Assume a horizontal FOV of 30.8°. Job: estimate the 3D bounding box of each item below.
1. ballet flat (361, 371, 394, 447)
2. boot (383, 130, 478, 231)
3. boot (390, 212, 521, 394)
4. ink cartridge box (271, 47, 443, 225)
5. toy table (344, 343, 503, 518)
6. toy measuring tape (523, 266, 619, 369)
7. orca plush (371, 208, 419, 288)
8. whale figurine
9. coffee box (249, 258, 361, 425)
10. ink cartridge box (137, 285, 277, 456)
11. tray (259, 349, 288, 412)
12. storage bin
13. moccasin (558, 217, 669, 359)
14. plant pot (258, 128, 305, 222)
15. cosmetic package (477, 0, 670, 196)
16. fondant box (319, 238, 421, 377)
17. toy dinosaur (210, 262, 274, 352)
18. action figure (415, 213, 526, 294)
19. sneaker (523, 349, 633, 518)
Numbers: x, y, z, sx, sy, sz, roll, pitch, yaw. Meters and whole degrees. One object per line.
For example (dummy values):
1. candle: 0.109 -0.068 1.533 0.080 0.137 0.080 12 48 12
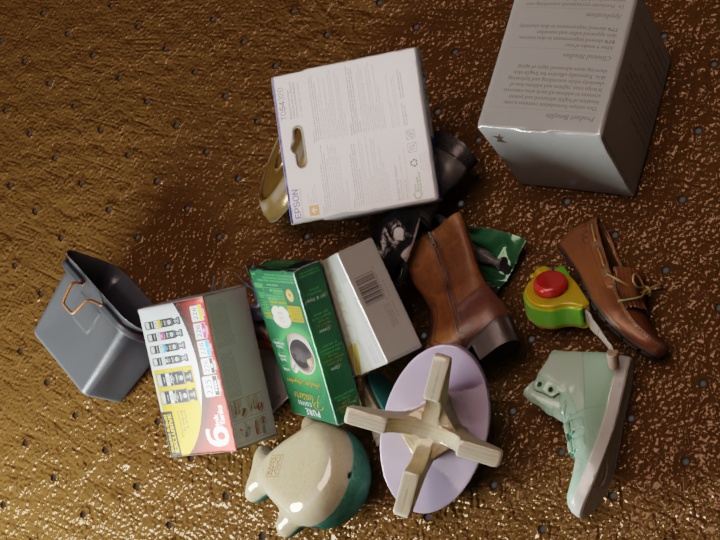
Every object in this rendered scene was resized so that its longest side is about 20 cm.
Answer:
1. ballet flat: 0.053 0.213 1.629 0.069 0.069 0.200 -44 57 4
2. boot: 0.054 -0.138 1.748 0.132 0.070 0.200 -51 38 -5
3. boot: 0.085 0.052 1.628 0.188 0.068 0.201 -39 57 23
4. ink cartridge box: -0.005 -0.170 1.681 0.198 0.043 0.199 -9 86 15
5. toy table: 0.080 0.188 1.508 0.181 0.117 0.203 3 91 13
6. toy measuring tape: 0.242 0.058 1.568 0.073 0.074 0.201 -36 36 9
7. orca plush: 0.000 0.000 1.678 0.201 0.070 0.106 -54 27 34
8. whale figurine: -0.065 0.264 1.660 0.199 0.103 0.161 -13 57 50
9. coffee box: -0.068 0.087 1.623 0.122 0.044 0.202 2 111 58
10. ink cartridge box: -0.215 0.136 1.718 0.174 0.083 0.203 -12 92 40
11. tray: -0.105 0.122 1.772 0.200 0.022 0.107 -45 57 4
12. storage bin: -0.378 0.086 1.871 0.200 0.145 0.135 41 100 34
13. moccasin: 0.315 0.020 1.570 0.078 0.073 0.202 -40 46 18
14. plant pot: -0.095 -0.164 1.812 0.201 0.027 0.201 -58 18 30
15. cosmetic package: 0.270 -0.224 1.637 0.166 0.166 0.202 9 73 30
16. fondant box: -0.020 0.059 1.628 0.058 0.200 0.146 -24 87 -29
17. toy dinosaur: -0.165 0.073 1.764 0.181 0.104 0.202 -28 64 38
18. action figure: 0.109 -0.031 1.710 0.199 0.055 0.119 31 88 38
19. sneaker: 0.242 0.187 1.528 0.117 0.074 0.202 8 63 23
